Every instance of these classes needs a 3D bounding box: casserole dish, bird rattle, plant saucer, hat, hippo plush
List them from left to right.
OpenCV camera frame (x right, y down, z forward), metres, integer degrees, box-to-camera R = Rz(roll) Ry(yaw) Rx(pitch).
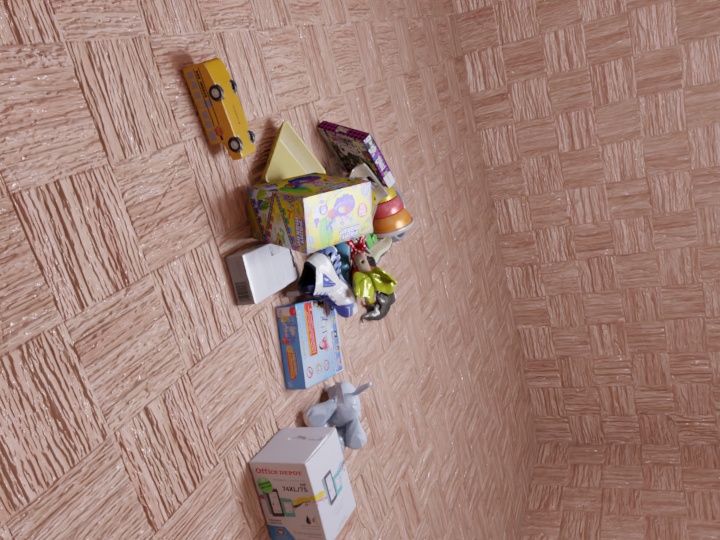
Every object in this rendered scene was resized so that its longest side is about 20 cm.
[{"bbox_3d":[-0.170,-0.228,1.527,0.200,0.048,0.200,50,40,-43],"label":"plant saucer"},{"bbox_3d":[-0.065,0.341,1.556,0.161,0.159,0.201,-116,-151,-75],"label":"hippo plush"},{"bbox_3d":[-0.046,-0.038,1.692,0.121,0.039,0.200,89,4,-52],"label":"casserole dish"},{"bbox_3d":[0.000,0.000,1.580,0.200,0.112,0.163,58,-16,29],"label":"bird rattle"},{"bbox_3d":[0.011,0.020,1.742,0.201,0.081,0.201,-175,-90,-87],"label":"hat"}]

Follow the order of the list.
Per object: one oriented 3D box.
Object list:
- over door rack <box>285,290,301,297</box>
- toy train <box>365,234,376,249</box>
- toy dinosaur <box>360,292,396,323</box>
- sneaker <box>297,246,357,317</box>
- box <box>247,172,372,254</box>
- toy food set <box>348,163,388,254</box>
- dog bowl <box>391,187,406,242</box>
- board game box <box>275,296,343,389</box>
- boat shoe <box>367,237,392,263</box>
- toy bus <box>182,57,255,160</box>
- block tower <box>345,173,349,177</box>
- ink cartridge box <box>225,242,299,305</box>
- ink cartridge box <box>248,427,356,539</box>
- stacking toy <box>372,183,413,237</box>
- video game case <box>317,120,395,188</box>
[{"bbox_3d":[-0.125,-0.026,1.559,0.200,0.066,0.148,-26,106,-63],"label":"over door rack"},{"bbox_3d":[-0.007,-0.144,1.743,0.056,0.042,0.200,-55,133,-39],"label":"toy train"},{"bbox_3d":[0.062,0.102,1.906,0.102,0.077,0.200,59,31,-28],"label":"toy dinosaur"},{"bbox_3d":[-0.091,0.041,1.503,0.115,0.080,0.200,-40,123,-32],"label":"sneaker"},{"bbox_3d":[-0.110,-0.133,1.384,0.200,0.192,0.122,-21,117,-42],"label":"box"},{"bbox_3d":[0.013,-0.165,1.677,0.144,0.060,0.200,45,54,-44],"label":"toy food set"},{"bbox_3d":[0.098,-0.185,2.069,0.200,0.059,0.201,22,65,-61],"label":"dog bowl"},{"bbox_3d":[-0.120,0.171,1.534,0.196,0.056,0.201,-8,92,-64],"label":"board game box"},{"bbox_3d":[0.040,-0.074,1.919,0.076,0.072,0.200,58,31,-14],"label":"boat shoe"},{"bbox_3d":[-0.287,-0.327,1.283,0.065,0.078,0.200,-53,131,-56],"label":"toy bus"},{"bbox_3d":[-0.038,-0.221,1.799,0.200,0.054,0.058,-58,136,-53],"label":"block tower"},{"bbox_3d":[-0.213,-0.004,1.392,0.200,0.050,0.109,-35,115,-63],"label":"ink cartridge box"},{"bbox_3d":[-0.122,0.463,1.355,0.146,0.146,0.200,-37,116,-60],"label":"ink cartridge box"},{"bbox_3d":[0.072,-0.210,1.882,0.146,0.146,0.200,-52,131,-56],"label":"stacking toy"},{"bbox_3d":[-0.012,-0.323,1.733,0.036,0.200,0.181,-50,137,-14],"label":"video game case"}]
